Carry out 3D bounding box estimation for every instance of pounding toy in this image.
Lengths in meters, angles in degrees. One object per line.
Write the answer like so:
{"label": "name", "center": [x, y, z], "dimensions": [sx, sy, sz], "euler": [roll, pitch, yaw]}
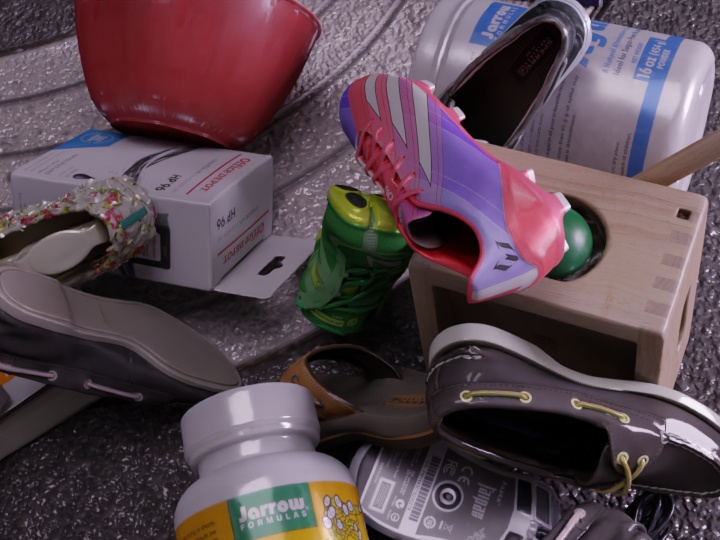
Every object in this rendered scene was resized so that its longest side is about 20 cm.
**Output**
{"label": "pounding toy", "center": [0.142, -0.004, 0.763], "dimensions": [0.181, 0.201, 0.143], "euler": [16, 59, 19]}

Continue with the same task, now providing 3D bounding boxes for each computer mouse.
{"label": "computer mouse", "center": [0.086, 0.156, 0.763], "dimensions": [0.197, 0.044, 0.111], "euler": [20, 66, 15]}

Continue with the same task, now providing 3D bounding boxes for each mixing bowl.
{"label": "mixing bowl", "center": [-0.136, -0.154, 0.942], "dimensions": [0.197, 0.200, 0.110], "euler": [10, 84, 16]}

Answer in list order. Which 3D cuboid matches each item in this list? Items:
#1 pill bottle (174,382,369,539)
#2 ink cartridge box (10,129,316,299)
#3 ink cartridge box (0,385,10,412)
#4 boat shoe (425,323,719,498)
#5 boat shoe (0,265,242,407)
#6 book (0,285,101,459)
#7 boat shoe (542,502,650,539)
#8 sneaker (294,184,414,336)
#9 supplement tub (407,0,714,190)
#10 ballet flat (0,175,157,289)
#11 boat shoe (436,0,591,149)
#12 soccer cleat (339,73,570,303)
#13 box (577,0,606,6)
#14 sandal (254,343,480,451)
{"label": "pill bottle", "center": [-0.046, 0.174, 0.706], "dimensions": [0.111, 0.113, 0.203], "euler": [-14, 67, 0]}
{"label": "ink cartridge box", "center": [-0.137, -0.045, 0.893], "dimensions": [0.197, 0.069, 0.116], "euler": [10, 25, 16]}
{"label": "ink cartridge box", "center": [-0.363, 0.071, 0.792], "dimensions": [0.198, 0.148, 0.146], "euler": [20, 63, 27]}
{"label": "boat shoe", "center": [0.128, 0.096, 0.703], "dimensions": [0.198, 0.072, 0.061], "euler": [20, 44, -8]}
{"label": "boat shoe", "center": [-0.170, 0.055, 0.815], "dimensions": [0.057, 0.198, 0.067], "euler": [-48, 40, 21]}
{"label": "book", "center": [-0.281, 0.075, 0.885], "dimensions": [0.198, 0.048, 0.134], "euler": [-33, 54, -10]}
{"label": "boat shoe", "center": [0.081, 0.198, 0.667], "dimensions": [0.198, 0.068, 0.057], "euler": [-31, 44, -25]}
{"label": "sneaker", "center": [0.000, 0.000, 0.804], "dimensions": [0.073, 0.200, 0.085], "euler": [16, 78, -2]}
{"label": "supplement tub", "center": [0.143, -0.117, 0.883], "dimensions": [0.197, 0.133, 0.133], "euler": [16, 59, 19]}
{"label": "ballet flat", "center": [-0.227, -0.008, 0.828], "dimensions": [0.198, 0.076, 0.064], "euler": [-26, 13, 20]}
{"label": "boat shoe", "center": [0.071, -0.098, 0.807], "dimensions": [0.072, 0.201, 0.071], "euler": [40, 26, 9]}
{"label": "soccer cleat", "center": [0.036, -0.053, 0.701], "dimensions": [0.076, 0.067, 0.200], "euler": [-28, 47, -23]}
{"label": "box", "center": [0.116, -0.317, 1.016], "dimensions": [0.197, 0.149, 0.106], "euler": [9, 58, 17]}
{"label": "sandal", "center": [-0.012, 0.078, 0.786], "dimensions": [0.198, 0.055, 0.082], "euler": [-5, 25, 42]}
